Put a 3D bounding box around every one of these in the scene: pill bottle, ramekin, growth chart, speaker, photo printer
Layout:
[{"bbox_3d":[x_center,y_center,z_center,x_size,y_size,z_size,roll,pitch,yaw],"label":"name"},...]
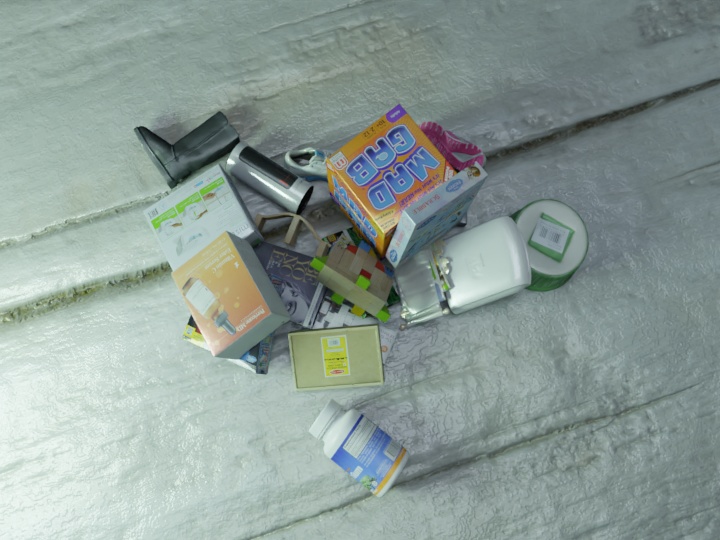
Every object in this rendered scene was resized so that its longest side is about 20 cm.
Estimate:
[{"bbox_3d":[-0.006,0.360,1.360,0.198,0.112,0.113,36,77,6],"label":"pill bottle"},{"bbox_3d":[0.415,-0.062,1.493,0.194,0.098,0.205,1,76,-3],"label":"ramekin"},{"bbox_3d":[0.136,0.018,1.467,0.142,0.018,0.205,-15,74,26],"label":"growth chart"},{"bbox_3d":[-0.205,-0.208,1.506,0.198,0.081,0.082,32,76,5],"label":"speaker"},{"bbox_3d":[0.270,-0.015,1.439,0.197,0.069,0.170,-22,73,30],"label":"photo printer"}]

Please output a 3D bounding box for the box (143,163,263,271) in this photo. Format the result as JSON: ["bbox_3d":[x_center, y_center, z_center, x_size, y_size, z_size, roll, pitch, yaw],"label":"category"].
[{"bbox_3d":[-0.342,-0.098,1.448,0.198,0.097,0.179,-32,80,-1],"label":"box"}]

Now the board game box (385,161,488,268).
[{"bbox_3d":[0.152,-0.110,1.356,0.198,0.200,0.041,-35,75,-22],"label":"board game box"}]

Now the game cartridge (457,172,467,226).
[{"bbox_3d":[0.151,-0.168,1.540,0.194,0.038,0.133,4,80,-2],"label":"game cartridge"}]

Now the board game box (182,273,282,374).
[{"bbox_3d":[-0.256,0.089,1.418,0.196,0.062,0.204,21,86,19],"label":"board game box"}]

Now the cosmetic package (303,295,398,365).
[{"bbox_3d":[-0.022,0.130,1.447,0.196,0.051,0.084,25,77,3],"label":"cosmetic package"}]

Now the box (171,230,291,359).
[{"bbox_3d":[-0.261,0.052,1.338,0.151,0.106,0.202,-36,72,7],"label":"box"}]

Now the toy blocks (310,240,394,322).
[{"bbox_3d":[-0.003,0.000,1.409,0.197,0.100,0.138,31,42,-7],"label":"toy blocks"}]

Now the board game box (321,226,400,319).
[{"bbox_3d":[0.000,0.000,1.470,0.103,0.023,0.203,-20,73,-35],"label":"board game box"}]

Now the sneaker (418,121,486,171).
[{"bbox_3d":[0.212,-0.280,1.551,0.199,0.088,0.082,37,105,25],"label":"sneaker"}]

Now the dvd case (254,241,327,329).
[{"bbox_3d":[-0.167,0.028,1.454,0.196,0.016,0.152,17,76,17],"label":"dvd case"}]

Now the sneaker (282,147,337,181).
[{"bbox_3d":[-0.083,-0.247,1.519,0.195,0.087,0.077,-3,74,-6],"label":"sneaker"}]

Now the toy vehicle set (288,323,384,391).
[{"bbox_3d":[-0.051,0.185,1.407,0.195,0.027,0.128,-5,95,7],"label":"toy vehicle set"}]

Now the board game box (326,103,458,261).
[{"bbox_3d":[0.064,-0.183,1.420,0.198,0.200,0.201,-37,78,-9],"label":"board game box"}]

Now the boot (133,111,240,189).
[{"bbox_3d":[-0.398,-0.309,1.525,0.198,0.066,0.166,-36,89,-8],"label":"boot"}]

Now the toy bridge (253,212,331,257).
[{"bbox_3d":[-0.148,-0.089,1.472,0.197,0.027,0.069,23,87,21],"label":"toy bridge"}]
